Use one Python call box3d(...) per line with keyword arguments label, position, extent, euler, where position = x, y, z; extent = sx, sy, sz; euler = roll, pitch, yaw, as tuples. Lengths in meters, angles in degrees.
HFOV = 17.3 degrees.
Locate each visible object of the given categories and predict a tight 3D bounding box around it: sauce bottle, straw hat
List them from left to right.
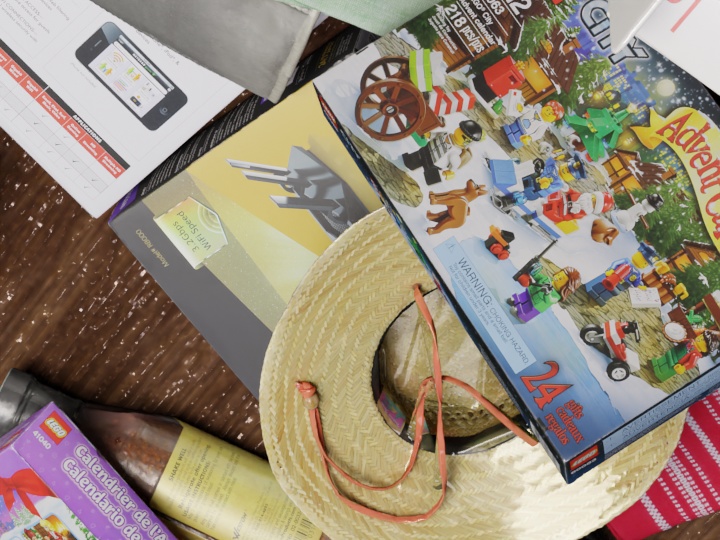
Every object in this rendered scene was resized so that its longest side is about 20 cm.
box3d(label="sauce bottle", position=(-0.099, 0.109, 1.228), extent=(0.199, 0.066, 0.066), euler=(27, 119, -5))
box3d(label="straw hat", position=(0.050, 0.035, 1.090), extent=(0.199, 0.085, 0.203), euler=(1, 113, 1))

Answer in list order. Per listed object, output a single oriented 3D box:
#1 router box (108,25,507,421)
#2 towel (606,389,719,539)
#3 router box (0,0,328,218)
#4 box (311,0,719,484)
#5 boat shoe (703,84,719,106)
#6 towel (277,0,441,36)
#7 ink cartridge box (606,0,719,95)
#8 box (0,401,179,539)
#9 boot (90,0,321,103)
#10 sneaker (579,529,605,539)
box3d(label="router box", position=(0.000, 0.000, 1.160), extent=(0.157, 0.052, 0.200), euler=(-33, 108, 23))
box3d(label="towel", position=(0.191, 0.067, 1.149), extent=(0.199, 0.023, 0.145), euler=(-21, 137, 17))
box3d(label="router box", position=(-0.129, -0.152, 1.104), extent=(0.179, 0.049, 0.200), euler=(-38, 106, 24))
box3d(label="box", position=(0.088, -0.032, 0.984), extent=(0.136, 0.038, 0.201), euler=(-32, 69, -4))
box3d(label="boat shoe", position=(0.143, -0.051, 1.097), extent=(0.072, 0.072, 0.200), euler=(-25, 126, 36))
box3d(label="towel", position=(0.039, -0.192, 0.997), extent=(0.152, 0.023, 0.201), euler=(15, 106, -40))
box3d(label="ink cartridge box", position=(0.163, -0.149, 0.970), extent=(0.067, 0.200, 0.117), euler=(34, 118, -9))
box3d(label="box", position=(-0.170, 0.160, 1.231), extent=(0.137, 0.039, 0.200), euler=(49, 138, -8))
box3d(label="boot", position=(-0.095, -0.178, 1.016), extent=(0.199, 0.073, 0.182), euler=(25, 133, 3))
box3d(label="sneaker", position=(0.120, 0.201, 1.212), extent=(0.076, 0.114, 0.200), euler=(-24, 113, 22))
